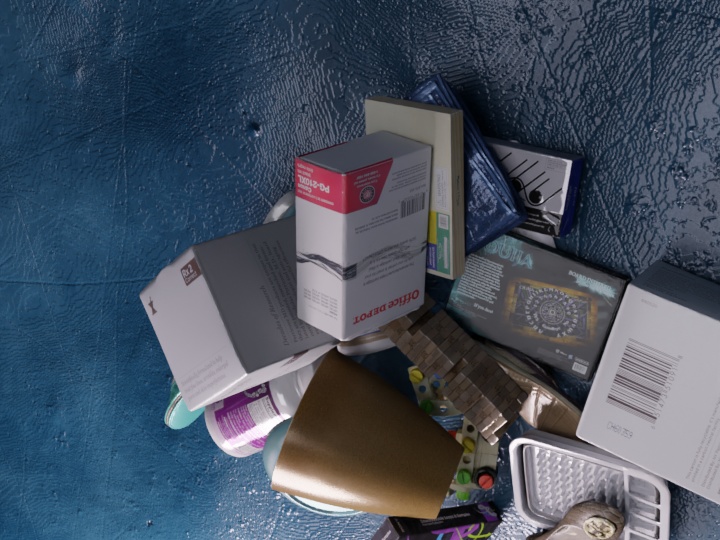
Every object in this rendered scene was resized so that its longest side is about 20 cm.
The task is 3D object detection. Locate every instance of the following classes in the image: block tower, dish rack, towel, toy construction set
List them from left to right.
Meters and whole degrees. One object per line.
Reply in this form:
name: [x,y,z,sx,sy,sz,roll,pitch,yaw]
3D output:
towel: [0.106,-0.120,1.351,0.111,0.048,0.201,-36,81,32]
toy construction set: [0.117,0.218,1.472,0.130,0.092,0.201,8,114,8]
block tower: [0.116,0.114,1.391,0.200,0.054,0.058,46,139,7]
dish rack: [0.283,0.267,1.390,0.199,0.044,0.172,13,136,27]

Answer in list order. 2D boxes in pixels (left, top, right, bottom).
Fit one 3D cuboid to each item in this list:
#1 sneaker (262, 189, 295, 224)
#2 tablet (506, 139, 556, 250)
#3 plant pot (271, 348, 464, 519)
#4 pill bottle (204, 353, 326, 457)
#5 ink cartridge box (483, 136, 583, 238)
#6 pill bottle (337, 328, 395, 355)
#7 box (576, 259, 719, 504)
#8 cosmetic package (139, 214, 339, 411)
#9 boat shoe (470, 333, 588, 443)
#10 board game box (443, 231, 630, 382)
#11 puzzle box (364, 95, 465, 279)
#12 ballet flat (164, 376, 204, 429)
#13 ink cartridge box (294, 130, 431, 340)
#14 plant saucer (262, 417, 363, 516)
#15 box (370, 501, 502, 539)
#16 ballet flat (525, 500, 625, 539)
sneaker: [-0.096,-0.015,1.552,0.082,0.074,0.201,33,128,18]
tablet: [0.172,-0.049,1.420,0.130,0.014,0.201,-18,93,32]
plant pot: [0.018,0.221,1.393,0.199,0.186,0.187,23,114,8]
pill bottle: [-0.112,0.178,1.582,0.199,0.112,0.113,-27,88,31]
ink cartridge box: [0.161,-0.109,1.375,0.199,0.044,0.095,15,108,27]
pill bottle: [0.000,0.000,1.473,0.110,0.111,0.201,-11,97,31]
box: [0.375,0.124,1.277,0.199,0.131,0.200,24,113,22]
cosmetic package: [-0.129,0.047,1.397,0.165,0.199,0.166,-35,78,51]
boat shoe: [0.210,0.139,1.414,0.199,0.065,0.072,32,137,20]
board game box: [0.211,0.035,1.390,0.199,0.028,0.136,23,108,17]
puzzle box: [0.064,-0.098,1.343,0.133,0.025,0.201,17,119,40]
ballet flat: [-0.236,0.147,1.683,0.200,0.067,0.071,-53,51,29]
ink cartridge box: [0.003,-0.041,1.302,0.084,0.144,0.201,23,122,39]
plant saucer: [-0.037,0.272,1.554,0.199,0.027,0.201,4,128,5]
box: [0.076,0.365,1.472,0.143,0.199,0.036,-57,49,28]
ballet flat: [0.256,0.335,1.408,0.067,0.046,0.200,39,142,-4]
